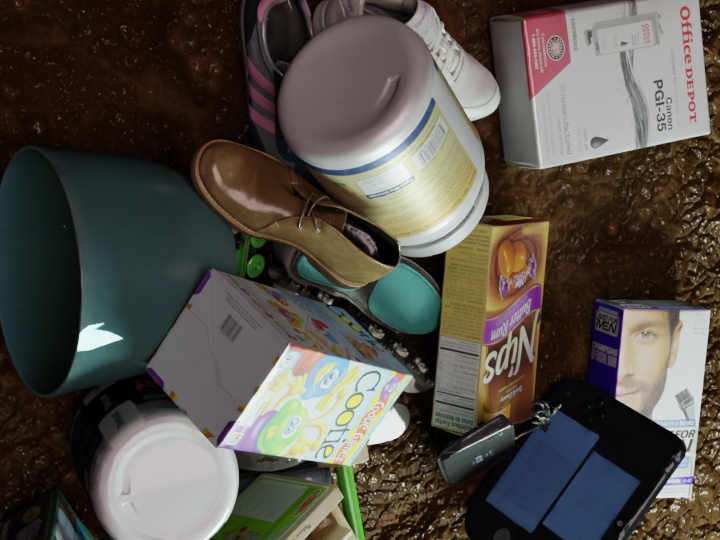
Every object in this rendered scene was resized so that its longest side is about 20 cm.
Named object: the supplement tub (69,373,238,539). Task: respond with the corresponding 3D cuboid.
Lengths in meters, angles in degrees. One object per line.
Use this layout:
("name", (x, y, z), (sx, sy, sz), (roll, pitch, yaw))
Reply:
("supplement tub", (-0.183, 0.158, 1.138), (0.121, 0.200, 0.125), (-3, 99, -20))

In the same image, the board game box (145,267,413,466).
("board game box", (-0.063, 0.086, 1.110), (0.104, 0.105, 0.199), (-55, 148, 10))

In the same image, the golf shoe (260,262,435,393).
("golf shoe", (-0.021, 0.071, 1.265), (0.199, 0.077, 0.089), (32, 104, -17))

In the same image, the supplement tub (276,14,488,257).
("supplement tub", (0.027, -0.111, 1.167), (0.145, 0.144, 0.200), (-50, 144, -7))

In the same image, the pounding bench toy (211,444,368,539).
("pounding bench toy", (-0.036, 0.267, 1.208), (0.200, 0.123, 0.157), (-42, 112, -31))

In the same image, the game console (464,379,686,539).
("game console", (0.205, 0.215, 1.308), (0.031, 0.176, 0.201), (40, 84, -34))

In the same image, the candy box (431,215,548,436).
("candy box", (0.128, 0.051, 1.290), (0.116, 0.056, 0.203), (-8, 105, -54))

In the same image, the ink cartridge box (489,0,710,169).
("ink cartridge box", (0.237, -0.191, 1.305), (0.197, 0.083, 0.149), (-13, 102, -18))

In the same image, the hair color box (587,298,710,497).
("hair color box", (0.297, 0.134, 1.390), (0.108, 0.065, 0.204), (1, 97, -20))

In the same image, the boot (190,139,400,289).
("boot", (-0.049, -0.053, 1.110), (0.199, 0.075, 0.074), (31, 68, -26))

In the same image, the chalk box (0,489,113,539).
("chalk box", (-0.279, 0.286, 1.143), (0.198, 0.125, 0.125), (-29, 108, 1))

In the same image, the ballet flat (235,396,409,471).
("ballet flat", (-0.049, 0.146, 1.272), (0.197, 0.046, 0.068), (-9, 118, -17))

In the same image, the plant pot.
("plant pot", (-0.200, -0.003, 1.117), (0.159, 0.199, 0.204), (-4, 100, -35))

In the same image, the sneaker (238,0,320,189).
("sneaker", (-0.065, -0.159, 1.196), (0.069, 0.082, 0.203), (-17, 104, -19))

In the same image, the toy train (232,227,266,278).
("toy train", (-0.123, 0.042, 1.201), (0.056, 0.041, 0.203), (-15, 121, -48))

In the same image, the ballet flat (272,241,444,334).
("ballet flat", (0.000, 0.000, 1.235), (0.199, 0.064, 0.068), (26, 102, -39))

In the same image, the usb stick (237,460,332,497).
("usb stick", (-0.122, 0.218, 1.261), (0.197, 0.033, 0.056), (-7, 100, -20))

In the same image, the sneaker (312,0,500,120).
("sneaker", (0.054, -0.198, 1.223), (0.198, 0.099, 0.076), (24, 68, -23))

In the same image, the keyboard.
("keyboard", (0.132, 0.162, 1.265), (0.126, 0.200, 0.021), (-26, 73, -1))
